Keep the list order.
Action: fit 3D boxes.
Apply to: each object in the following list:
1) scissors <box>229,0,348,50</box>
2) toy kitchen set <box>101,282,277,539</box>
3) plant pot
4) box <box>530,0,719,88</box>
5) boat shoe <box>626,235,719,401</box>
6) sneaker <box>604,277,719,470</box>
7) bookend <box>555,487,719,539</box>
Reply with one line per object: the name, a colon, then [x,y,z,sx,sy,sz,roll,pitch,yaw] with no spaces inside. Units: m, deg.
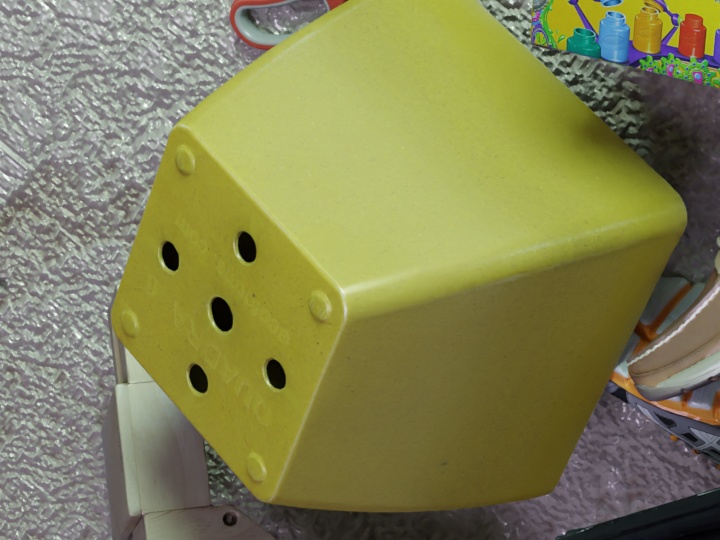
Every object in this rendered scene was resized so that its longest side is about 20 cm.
scissors: [0.012,-0.154,1.387,0.200,0.014,0.073,-8,110,33]
toy kitchen set: [-0.048,0.112,1.554,0.163,0.180,0.200,127,136,-75]
plant pot: [0.000,0.000,1.336,0.200,0.176,0.200,47,133,28]
box: [0.189,-0.182,1.190,0.200,0.122,0.193,16,124,23]
boat shoe: [0.202,-0.013,1.299,0.200,0.076,0.072,-37,81,14]
sneaker: [0.187,0.071,1.376,0.200,0.078,0.077,26,143,21]
bookend: [0.209,0.193,1.279,0.200,0.092,0.199,-21,74,43]
